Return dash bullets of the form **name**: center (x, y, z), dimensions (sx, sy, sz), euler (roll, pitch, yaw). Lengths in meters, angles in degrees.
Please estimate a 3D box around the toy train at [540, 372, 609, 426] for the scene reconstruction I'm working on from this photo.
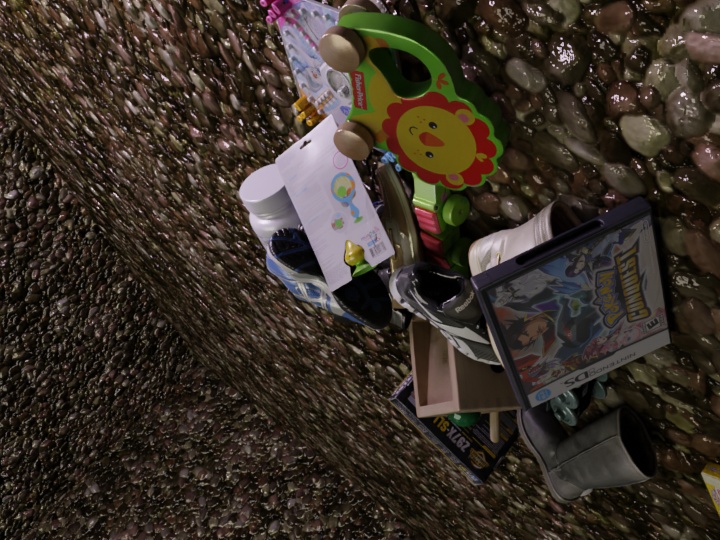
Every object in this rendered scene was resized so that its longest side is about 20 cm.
- **toy train**: center (0.261, 0.122, 0.924), dimensions (0.114, 0.085, 0.200), euler (41, 160, 35)

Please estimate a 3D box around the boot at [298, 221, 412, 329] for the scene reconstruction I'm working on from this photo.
- **boot**: center (0.000, 0.000, 1.020), dimensions (0.130, 0.068, 0.201), euler (-1, 130, 35)

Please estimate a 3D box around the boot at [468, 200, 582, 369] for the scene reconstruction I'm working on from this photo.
- **boot**: center (0.209, 0.036, 0.786), dimensions (0.155, 0.072, 0.201), euler (-31, 76, 58)

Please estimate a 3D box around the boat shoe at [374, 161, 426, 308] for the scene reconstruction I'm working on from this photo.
- **boat shoe**: center (0.045, -0.042, 0.937), dimensions (0.074, 0.066, 0.201), euler (-72, -33, -81)

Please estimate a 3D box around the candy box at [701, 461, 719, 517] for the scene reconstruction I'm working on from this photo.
- **candy box**: center (0.519, 0.333, 0.910), dimensions (0.102, 0.026, 0.200), euler (16, 145, 55)

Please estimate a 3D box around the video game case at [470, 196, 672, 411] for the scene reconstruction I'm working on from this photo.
- **video game case**: center (0.224, 0.043, 0.723), dimensions (0.026, 0.180, 0.201), euler (-112, -5, -52)

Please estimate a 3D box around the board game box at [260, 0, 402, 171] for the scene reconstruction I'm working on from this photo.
- **board game box**: center (-0.027, -0.231, 0.867), dimensions (0.199, 0.026, 0.200), euler (32, 155, 31)

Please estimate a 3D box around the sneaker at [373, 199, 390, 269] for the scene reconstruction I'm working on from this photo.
- **sneaker**: center (0.009, -0.068, 1.045), dimensions (0.199, 0.081, 0.115), euler (32, 149, 22)

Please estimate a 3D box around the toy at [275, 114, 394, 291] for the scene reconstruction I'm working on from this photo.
- **toy**: center (-0.028, -0.087, 0.929), dimensions (0.115, 0.047, 0.201), euler (-31, 74, 33)

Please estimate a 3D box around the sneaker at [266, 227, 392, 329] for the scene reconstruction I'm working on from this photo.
- **sneaker**: center (-0.043, 0.017, 0.976), dimensions (0.200, 0.076, 0.077), euler (36, 148, -3)

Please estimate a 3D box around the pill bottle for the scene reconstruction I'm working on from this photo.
- **pill bottle**: center (-0.119, -0.075, 1.198), dimensions (0.113, 0.113, 0.201), euler (23, 150, 43)

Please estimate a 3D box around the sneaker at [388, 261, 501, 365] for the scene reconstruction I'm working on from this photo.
- **sneaker**: center (0.128, 0.053, 0.869), dimensions (0.199, 0.067, 0.091), euler (34, 162, 0)

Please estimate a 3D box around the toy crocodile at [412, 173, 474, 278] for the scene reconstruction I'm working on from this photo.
- **toy crocodile**: center (0.103, -0.052, 0.910), dimensions (0.067, 0.062, 0.201), euler (28, 153, 36)

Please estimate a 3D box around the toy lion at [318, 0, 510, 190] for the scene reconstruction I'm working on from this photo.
- **toy lion**: center (0.063, -0.170, 0.740), dimensions (0.191, 0.069, 0.200), euler (18, 149, 18)

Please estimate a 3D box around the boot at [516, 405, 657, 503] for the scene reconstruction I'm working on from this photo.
- **boot**: center (0.322, 0.240, 1.025), dimensions (0.183, 0.072, 0.200), euler (64, 156, 23)

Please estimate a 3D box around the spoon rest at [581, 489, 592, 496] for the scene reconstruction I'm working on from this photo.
- **spoon rest**: center (0.357, 0.340, 1.195), dimensions (0.099, 0.061, 0.200), euler (38, 171, 20)

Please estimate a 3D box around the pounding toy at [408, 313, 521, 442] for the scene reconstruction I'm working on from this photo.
- **pounding toy**: center (0.162, 0.146, 1.004), dimensions (0.184, 0.141, 0.201), euler (138, 130, -69)

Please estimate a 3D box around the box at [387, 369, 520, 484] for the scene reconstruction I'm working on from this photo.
- **box**: center (0.169, 0.220, 1.153), dimensions (0.200, 0.160, 0.049), euler (43, 160, 0)
